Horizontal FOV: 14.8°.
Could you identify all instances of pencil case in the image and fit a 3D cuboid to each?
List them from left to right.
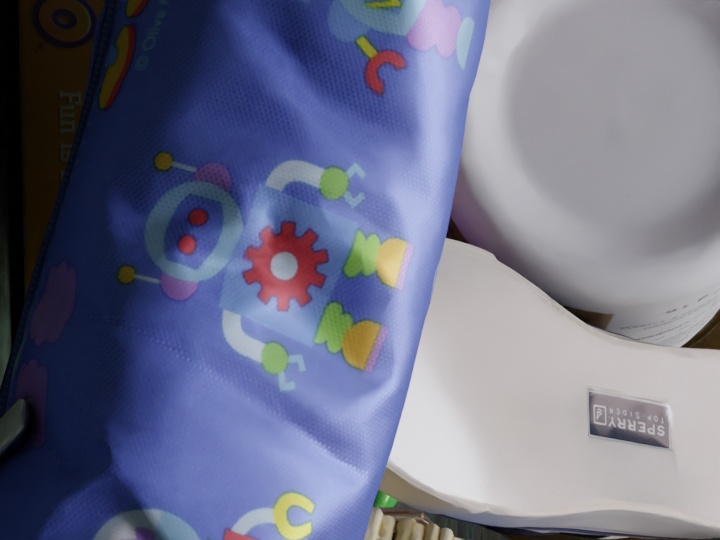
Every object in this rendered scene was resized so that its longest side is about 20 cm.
[{"bbox_3d":[-0.027,-0.010,0.556,0.078,0.087,0.201,-6,-113,63],"label":"pencil case"}]

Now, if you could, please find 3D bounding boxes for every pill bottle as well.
[{"bbox_3d":[0.073,-0.026,0.887,0.200,0.114,0.115,95,-1,-78],"label":"pill bottle"}]

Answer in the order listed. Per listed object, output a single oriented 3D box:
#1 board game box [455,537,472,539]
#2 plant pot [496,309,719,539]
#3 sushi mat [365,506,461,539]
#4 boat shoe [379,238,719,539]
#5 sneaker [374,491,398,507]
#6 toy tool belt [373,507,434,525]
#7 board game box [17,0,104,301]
[{"bbox_3d":[0.040,0.119,0.992,0.200,0.135,0.035,113,-16,-81],"label":"board game box"},{"bbox_3d":[0.113,0.017,1.002,0.028,0.199,0.200,54,29,-34],"label":"plant pot"},{"bbox_3d":[-0.029,0.088,0.624,0.200,0.095,0.012,-71,178,-71],"label":"sushi mat"},{"bbox_3d":[0.028,0.043,0.782,0.200,0.093,0.075,20,68,-41],"label":"boat shoe"},{"bbox_3d":[0.009,0.019,1.055,0.200,0.078,0.085,88,8,-45],"label":"sneaker"},{"bbox_3d":[0.007,0.127,0.712,0.200,0.122,0.125,-23,108,-72],"label":"toy tool belt"},{"bbox_3d":[-0.057,-0.038,0.634,0.096,0.030,0.201,-68,162,-72],"label":"board game box"}]
